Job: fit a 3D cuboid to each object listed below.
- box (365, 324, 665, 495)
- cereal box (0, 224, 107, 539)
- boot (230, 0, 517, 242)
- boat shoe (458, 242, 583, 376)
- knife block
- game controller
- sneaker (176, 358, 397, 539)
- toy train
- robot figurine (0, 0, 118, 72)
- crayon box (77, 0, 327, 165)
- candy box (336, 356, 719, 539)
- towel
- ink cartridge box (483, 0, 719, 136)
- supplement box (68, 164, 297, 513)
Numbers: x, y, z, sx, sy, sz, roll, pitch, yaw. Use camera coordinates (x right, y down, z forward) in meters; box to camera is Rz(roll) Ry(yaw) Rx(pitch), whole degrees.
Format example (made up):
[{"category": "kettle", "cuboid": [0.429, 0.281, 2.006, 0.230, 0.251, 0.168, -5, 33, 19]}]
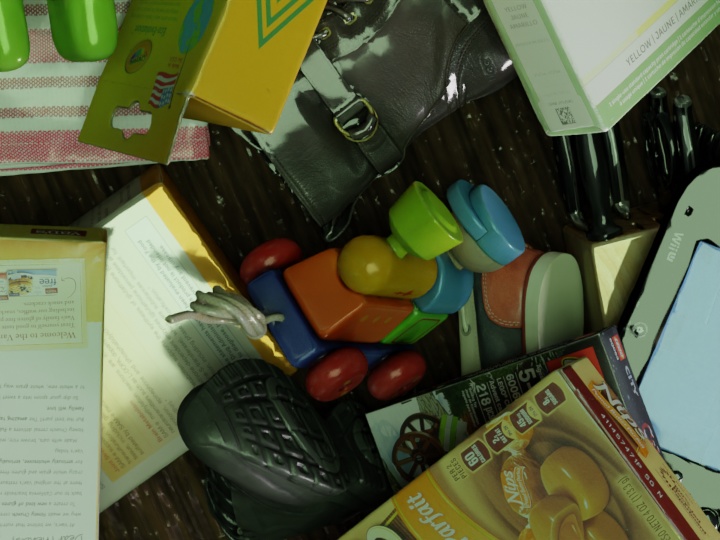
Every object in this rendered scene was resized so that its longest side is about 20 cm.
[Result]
[{"category": "box", "cuboid": [0.100, 0.144, 0.976, 0.136, 0.038, 0.200, -21, 88, 22]}, {"category": "cereal box", "cuboid": [-0.199, 0.077, 0.931, 0.144, 0.040, 0.200, 2, 102, -8]}, {"category": "boot", "cuboid": [-0.007, -0.134, 0.977, 0.174, 0.069, 0.200, -32, 104, 0]}, {"category": "boat shoe", "cuboid": [0.083, 0.082, 1.038, 0.062, 0.071, 0.200, 9, 107, 33]}, {"category": "knife block", "cuboid": [0.143, 0.005, 1.028, 0.175, 0.064, 0.200, 32, 96, -12]}, {"category": "game controller", "cuboid": [0.184, 0.045, 0.987, 0.104, 0.042, 0.200, 20, 98, -11]}, {"category": "sneaker", "cuboid": [-0.047, 0.106, 0.968, 0.091, 0.200, 0.076, -32, 63, 13]}, {"category": "toy train", "cuboid": [0.000, 0.000, 0.931, 0.116, 0.200, 0.085, -38, 71, 19]}, {"category": "robot figurine", "cuboid": [-0.164, -0.196, 0.894, 0.175, 0.116, 0.200, -8, 98, -16]}, {"category": "crayon box", "cuboid": [-0.063, -0.142, 0.919, 0.051, 0.127, 0.200, 23, 88, -29]}, {"category": "candy box", "cuboid": [0.065, 0.148, 0.939, 0.200, 0.055, 0.116, -40, 79, 20]}, {"category": "towel", "cuboid": [-0.155, -0.150, 0.973, 0.146, 0.030, 0.200, -5, 102, -8]}, {"category": "ink cartridge box", "cuboid": [0.107, -0.189, 0.949, 0.146, 0.048, 0.200, -42, 115, -33]}, {"category": "supplement box", "cuboid": [-0.150, 0.054, 0.991, 0.200, 0.074, 0.126, -35, 104, 0]}]
